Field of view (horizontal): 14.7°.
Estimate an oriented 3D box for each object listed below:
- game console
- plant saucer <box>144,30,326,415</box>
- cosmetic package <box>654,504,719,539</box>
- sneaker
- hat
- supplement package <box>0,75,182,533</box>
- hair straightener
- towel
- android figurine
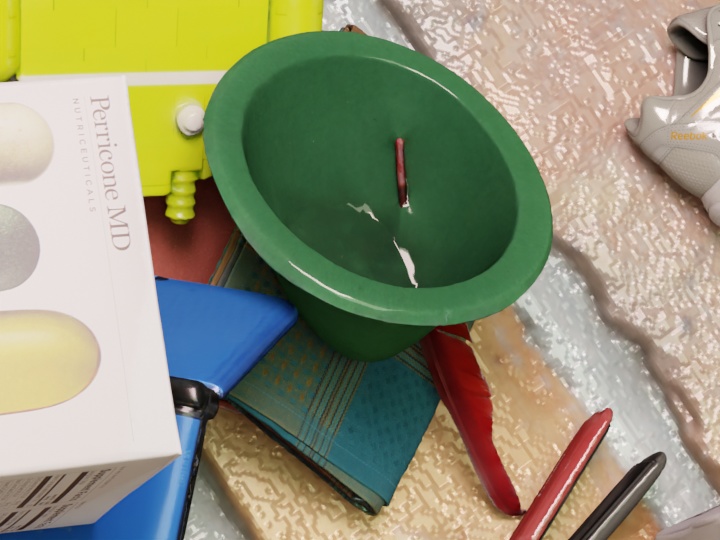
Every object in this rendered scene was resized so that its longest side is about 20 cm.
[{"bbox_3d":[-0.147,0.073,1.237,0.199,0.118,0.172,9,83,19],"label":"game console"},{"bbox_3d":[-0.103,-0.041,1.377,0.199,0.037,0.201,17,74,-11],"label":"plant saucer"},{"bbox_3d":[0.272,0.182,1.354,0.164,0.165,0.201,-20,85,-17],"label":"cosmetic package"},{"bbox_3d":[0.214,-0.124,1.457,0.092,0.076,0.200,36,71,1],"label":"sneaker"},{"bbox_3d":[-0.008,0.015,1.339,0.165,0.176,0.200,-18,60,-32],"label":"hat"},{"bbox_3d":[-0.191,0.023,1.072,0.199,0.151,0.153,-5,77,-20],"label":"supplement package"},{"bbox_3d":[0.095,0.168,1.377,0.077,0.041,0.201,36,72,-5],"label":"hair straightener"},{"bbox_3d":[0.000,0.000,1.369,0.147,0.022,0.201,40,63,-29],"label":"towel"},{"bbox_3d":[-0.104,-0.119,1.315,0.181,0.041,0.202,-1,105,-21],"label":"android figurine"}]
